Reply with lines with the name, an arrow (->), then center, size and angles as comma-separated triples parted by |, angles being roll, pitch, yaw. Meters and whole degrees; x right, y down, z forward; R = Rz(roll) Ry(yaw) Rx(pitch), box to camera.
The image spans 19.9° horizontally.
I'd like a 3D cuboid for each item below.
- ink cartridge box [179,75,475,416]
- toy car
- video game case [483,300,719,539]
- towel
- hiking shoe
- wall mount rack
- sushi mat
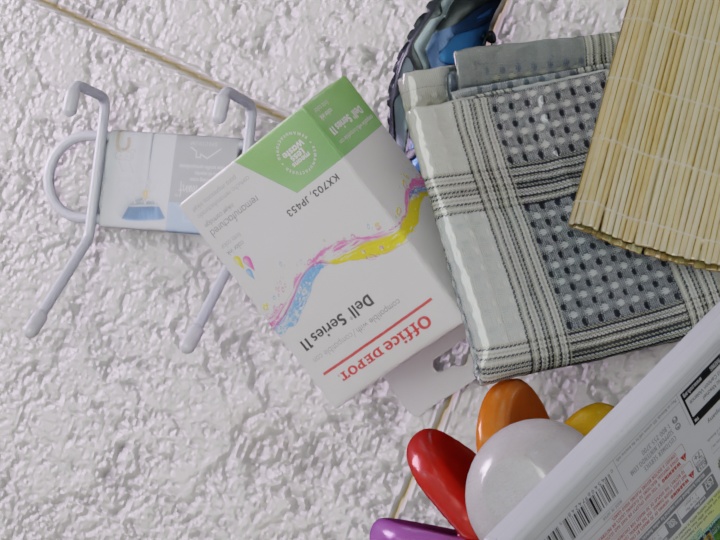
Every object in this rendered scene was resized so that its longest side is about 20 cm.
ink cartridge box -> 0.000, 0.000, 1.245 | 0.117, 0.067, 0.200 | -36, 94, 31
toy car -> 0.078, 0.160, 1.185 | 0.149, 0.175, 0.201 | 20, 91, 26
video game case -> 0.172, 0.145, 1.118 | 0.200, 0.183, 0.022 | -42, 33, -21
towel -> 0.131, -0.047, 1.216 | 0.191, 0.035, 0.201 | -12, 75, -15
hiking shoe -> 0.058, -0.085, 1.287 | 0.086, 0.074, 0.201 | 25, 103, 19
wall mount rack -> -0.141, -0.034, 1.350 | 0.199, 0.075, 0.175 | 4, 84, 23
sushi mat -> 0.192, -0.100, 1.219 | 0.095, 0.012, 0.201 | 16, 70, 3
